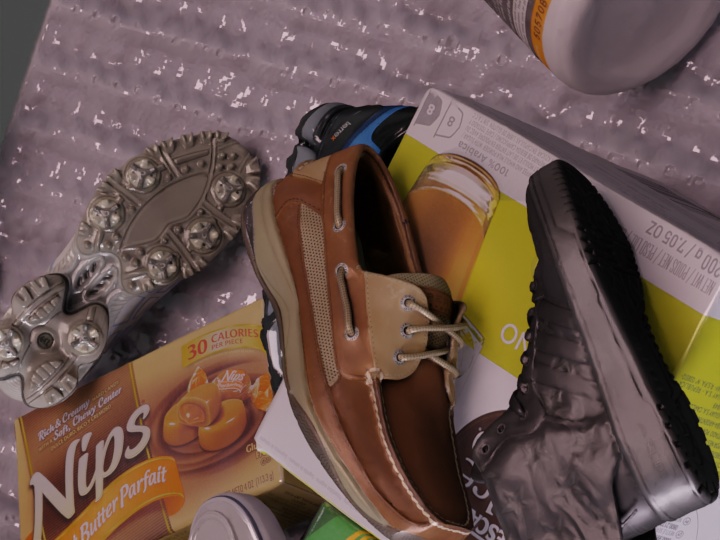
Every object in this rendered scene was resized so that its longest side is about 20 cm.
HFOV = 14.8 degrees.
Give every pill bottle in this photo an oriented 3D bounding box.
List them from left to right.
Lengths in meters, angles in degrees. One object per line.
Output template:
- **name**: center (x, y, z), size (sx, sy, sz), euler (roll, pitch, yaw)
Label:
- **pill bottle**: center (0.096, -0.193, 1.458), size (0.117, 0.116, 0.200), euler (-51, 54, 16)

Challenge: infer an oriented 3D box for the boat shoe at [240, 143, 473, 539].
- **boat shoe**: center (0.008, 0.028, 1.239), size (0.074, 0.076, 0.201), euler (-36, 60, 24)

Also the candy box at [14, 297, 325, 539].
- **candy box**: center (-0.108, 0.108, 1.574), size (0.199, 0.055, 0.116), euler (-26, 55, 31)

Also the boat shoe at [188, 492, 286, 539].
- **boat shoe**: center (-0.075, 0.210, 1.436), size (0.073, 0.065, 0.201), euler (-21, 65, 38)

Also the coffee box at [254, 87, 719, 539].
- **coffee box**: center (0.111, 0.061, 1.325), size (0.199, 0.200, 0.198), euler (34, 100, 39)

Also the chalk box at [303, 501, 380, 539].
- **chalk box**: center (0.009, 0.234, 1.327), size (0.124, 0.125, 0.201), euler (32, 97, 36)

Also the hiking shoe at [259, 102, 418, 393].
- **hiking shoe**: center (0.000, 0.000, 1.510), size (0.086, 0.074, 0.201), euler (-6, 75, 38)

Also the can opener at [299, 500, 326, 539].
- **can opener**: center (-0.047, 0.215, 1.501), size (0.053, 0.066, 0.201), euler (34, 98, 8)

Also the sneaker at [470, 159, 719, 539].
- **sneaker**: center (0.083, 0.060, 1.181), size (0.104, 0.060, 0.201), euler (-30, 67, 22)

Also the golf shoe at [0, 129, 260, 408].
- **golf shoe**: center (-0.142, -0.004, 1.626), size (0.200, 0.097, 0.078), euler (-43, 90, -6)
